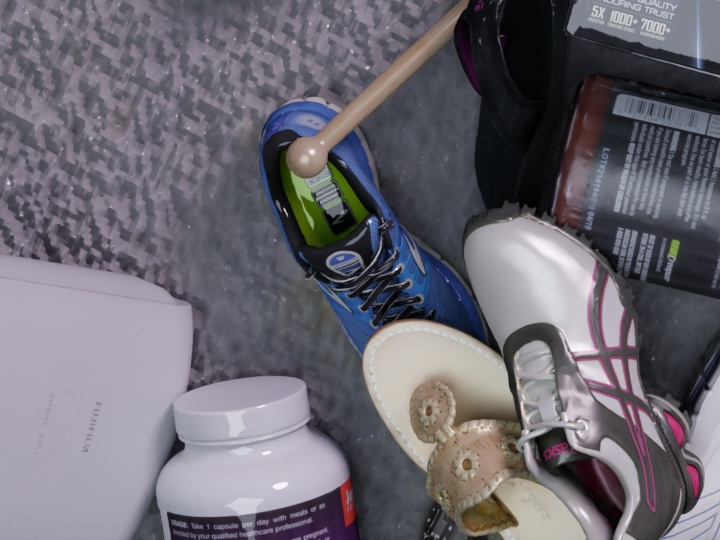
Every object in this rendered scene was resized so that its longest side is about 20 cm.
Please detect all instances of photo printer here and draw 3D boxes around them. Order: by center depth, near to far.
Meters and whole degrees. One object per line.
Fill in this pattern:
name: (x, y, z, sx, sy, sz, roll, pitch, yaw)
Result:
photo printer: (-0.179, 0.078, 1.430, 0.069, 0.200, 0.167, 19, 95, 39)

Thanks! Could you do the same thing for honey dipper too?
honey dipper: (0.036, -0.121, 1.390, 0.200, 0.038, 0.038, -42, 93, -8)

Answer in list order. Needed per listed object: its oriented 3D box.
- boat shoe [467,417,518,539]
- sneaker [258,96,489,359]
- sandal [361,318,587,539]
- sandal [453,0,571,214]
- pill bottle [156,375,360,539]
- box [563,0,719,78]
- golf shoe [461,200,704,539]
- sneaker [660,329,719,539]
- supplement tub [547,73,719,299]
boat shoe: (0.090, 0.103, 1.451, 0.065, 0.073, 0.201, 10, 94, 43)
sneaker: (0.000, 0.000, 1.433, 0.078, 0.089, 0.200, -34, 95, 16)
sandal: (0.079, 0.116, 1.374, 0.078, 0.070, 0.212, -37, 96, 10)
sandal: (0.076, -0.099, 1.366, 0.048, 0.075, 0.201, -11, 135, -17)
pill bottle: (-0.054, 0.167, 1.466, 0.112, 0.112, 0.201, -6, 101, 10)
box: (0.198, -0.151, 1.310, 0.163, 0.200, 0.086, 17, 104, 6)
golf shoe: (0.111, 0.058, 1.350, 0.077, 0.088, 0.200, -27, 99, 36)
sneaker: (0.199, 0.127, 1.439, 0.087, 0.075, 0.200, 27, 106, -2)
supplement tub: (0.204, -0.035, 1.384, 0.199, 0.107, 0.107, 14, 104, 6)
